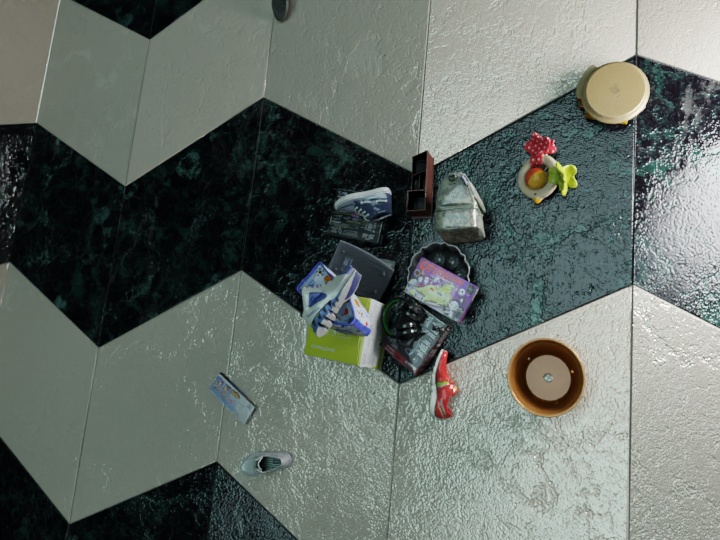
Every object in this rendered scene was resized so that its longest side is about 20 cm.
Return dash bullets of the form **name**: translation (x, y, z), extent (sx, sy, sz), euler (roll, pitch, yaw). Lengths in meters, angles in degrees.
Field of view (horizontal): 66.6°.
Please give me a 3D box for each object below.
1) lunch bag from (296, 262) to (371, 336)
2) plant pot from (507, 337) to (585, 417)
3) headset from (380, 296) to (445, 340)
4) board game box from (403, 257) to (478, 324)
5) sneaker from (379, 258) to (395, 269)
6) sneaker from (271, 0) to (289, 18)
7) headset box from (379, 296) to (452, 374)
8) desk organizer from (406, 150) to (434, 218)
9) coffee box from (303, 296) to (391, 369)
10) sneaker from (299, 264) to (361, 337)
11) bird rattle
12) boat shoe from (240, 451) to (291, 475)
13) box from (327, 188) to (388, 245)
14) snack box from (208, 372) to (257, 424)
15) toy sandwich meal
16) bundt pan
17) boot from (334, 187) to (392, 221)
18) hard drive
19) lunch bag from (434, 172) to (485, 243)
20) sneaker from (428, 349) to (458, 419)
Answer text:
- **lunch bag**: translation (-0.063, 0.102, 1.537), extent (0.199, 0.170, 0.124), euler (42, 89, 24)
- **plant pot**: translation (0.505, 0.291, 1.489), extent (0.195, 0.140, 0.206), euler (-5, 77, 21)
- **headset**: translation (0.153, 0.152, 1.637), extent (0.197, 0.093, 0.127), euler (12, 87, 41)
- **board game box**: translation (0.238, 0.058, 1.630), extent (0.198, 0.032, 0.122), euler (29, 88, 25)
- **sneaker**: translation (0.023, 0.011, 1.802), extent (0.195, 0.074, 0.084), euler (-5, 107, 17)
- **sneaker**: translation (-0.300, -1.088, 2.150), extent (0.074, 0.114, 0.205), euler (4, 109, 18)
- **headset box**: translation (0.165, 0.210, 1.686), extent (0.148, 0.077, 0.202), euler (35, 95, 25)
- **desk organizer**: translation (0.192, -0.278, 1.770), extent (0.070, 0.077, 0.206), euler (-1, 79, 22)
- **coffee box**: translation (-0.036, 0.186, 1.711), extent (0.195, 0.197, 0.205), euler (7, 82, 24)
- **sneaker**: translation (-0.094, 0.058, 1.426), extent (0.114, 0.081, 0.201), euler (33, 83, 21)
- **bird rattle**: translation (0.533, -0.295, 1.620), extent (0.163, 0.112, 0.202), euler (-48, 62, 26)
- **boat shoe**: translation (-0.325, 0.636, 1.818), extent (0.196, 0.067, 0.075), euler (-20, 72, 18)
- **box**: translation (-0.003, -0.181, 1.853), extent (0.196, 0.043, 0.164), euler (11, 84, 25)
- **snack box**: translation (-0.451, 0.449, 1.933), extent (0.198, 0.024, 0.073), euler (36, 95, 25)
- **toy sandwich meal**: translation (0.729, -0.510, 1.595), extent (0.200, 0.070, 0.211), euler (-3, 79, 18)
- **bundt pan**: translation (0.247, 0.019, 1.688), extent (0.197, 0.076, 0.207), euler (-5, 78, 23)
- **boot**: translation (0.009, -0.202, 1.786), extent (0.196, 0.073, 0.093), euler (-14, 68, 19)
- **hard drive**: translation (0.000, 0.000, 1.743), extent (0.197, 0.042, 0.137), euler (28, 110, 7)
- **lunch bag**: translation (0.298, -0.185, 1.640), extent (0.136, 0.199, 0.172), euler (-6, 78, 21)
- **sneaker**: translation (0.252, 0.339, 1.636), extent (0.083, 0.077, 0.206), euler (4, 88, 12)
